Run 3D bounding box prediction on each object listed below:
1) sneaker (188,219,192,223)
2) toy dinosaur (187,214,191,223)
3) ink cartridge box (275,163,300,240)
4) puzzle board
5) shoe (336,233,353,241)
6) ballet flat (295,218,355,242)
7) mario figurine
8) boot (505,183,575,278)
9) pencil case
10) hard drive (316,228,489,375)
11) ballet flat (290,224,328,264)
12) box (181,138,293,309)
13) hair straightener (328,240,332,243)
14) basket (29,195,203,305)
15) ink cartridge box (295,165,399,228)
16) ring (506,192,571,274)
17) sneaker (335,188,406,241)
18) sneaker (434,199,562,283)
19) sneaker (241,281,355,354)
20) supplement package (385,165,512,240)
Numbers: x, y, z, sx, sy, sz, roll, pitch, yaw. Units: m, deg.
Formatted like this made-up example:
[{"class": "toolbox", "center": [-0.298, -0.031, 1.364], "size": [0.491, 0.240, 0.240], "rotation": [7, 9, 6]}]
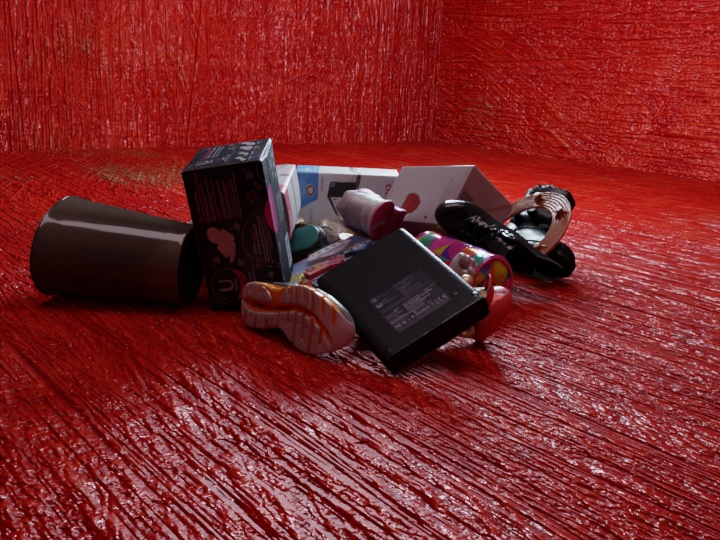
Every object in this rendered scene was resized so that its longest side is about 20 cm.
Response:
[{"class": "sneaker", "center": [-0.248, -0.052, 1.465], "size": [0.079, 0.072, 0.200], "rotation": [21, 27, 9]}, {"class": "toy dinosaur", "center": [-0.210, -0.103, 1.596], "size": [0.197, 0.138, 0.086], "rotation": [11, -3, 11]}, {"class": "ink cartridge box", "center": [-0.176, -0.104, 1.373], "size": [0.144, 0.084, 0.200], "rotation": [-6, 18, 4]}, {"class": "puzzle board", "center": [-0.052, -0.003, 1.276], "size": [0.198, 0.018, 0.150], "rotation": [-26, 25, -22]}, {"class": "shoe", "center": [0.000, 0.000, 1.355], "size": [0.069, 0.054, 0.200], "rotation": [16, 17, -20]}, {"class": "ballet flat", "center": [-0.086, -0.064, 1.551], "size": [0.196, 0.064, 0.069], "rotation": [0, 41, -1]}, {"class": "mario figurine", "center": [0.094, 0.031, 1.093], "size": [0.197, 0.126, 0.106], "rotation": [0, -13, 10]}, {"class": "boot", "center": [0.332, -0.078, 1.508], "size": [0.168, 0.077, 0.199], "rotation": [-48, 32, -19]}, {"class": "pencil case", "center": [0.148, -0.001, 1.323], "size": [0.087, 0.090, 0.199], "rotation": [-5, 13, -28]}, {"class": "hard drive", "center": [0.046, 0.030, 1.050], "size": [0.138, 0.033, 0.200], "rotation": [-31, 38, -11]}, {"class": "ballet flat", "center": [-0.140, -0.028, 1.404], "size": [0.197, 0.074, 0.073], "rotation": [-9, 9, 21]}, {"class": "box", "center": [-0.169, -0.068, 1.207], "size": [0.113, 0.203, 0.132], "rotation": [-7, 21, 3]}, {"class": "hair straightener", "center": [-0.012, -0.031, 1.492], "size": [0.197, 0.042, 0.077], "rotation": [7, 15, 18]}, {"class": "basket", "center": [-0.329, -0.022, 1.209], "size": [0.197, 0.138, 0.181], "rotation": [9, 21, 8]}, {"class": "ink cartridge box", "center": [-0.027, -0.118, 1.621], "size": [0.196, 0.148, 0.084], "rotation": [2, 14, -2]}, {"class": "ring", "center": [0.269, -0.066, 1.465], "size": [0.199, 0.019, 0.201], "rotation": [-31, 28, 18]}, {"class": "sneaker", "center": [0.016, -0.092, 1.406], "size": [0.088, 0.082, 0.200], "rotation": [30, -5, 15]}, {"class": "sneaker", "center": [0.213, -0.045, 1.335], "size": [0.198, 0.061, 0.104], "rotation": [25, 15, -13]}, {"class": "sneaker", "center": [-0.068, 0.051, 1.074], "size": [0.076, 0.080, 0.199], "rotation": [2, 11, -42]}, {"class": "supplement package", "center": [0.142, -0.102, 1.506], "size": [0.119, 0.122, 0.199], "rotation": [38, -17, -32]}]
